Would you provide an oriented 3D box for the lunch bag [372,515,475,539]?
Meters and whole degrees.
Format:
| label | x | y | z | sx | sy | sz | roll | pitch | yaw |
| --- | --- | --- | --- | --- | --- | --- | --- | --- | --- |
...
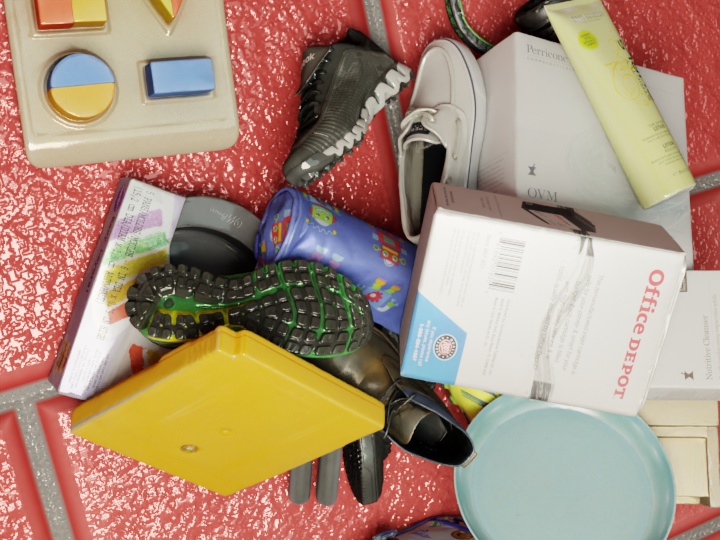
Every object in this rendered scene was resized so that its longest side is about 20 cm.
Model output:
| label | x | y | z | sx | sy | sz | roll | pitch | yaw |
| --- | --- | --- | --- | --- | --- | --- | --- | --- | --- |
| lunch bag | 0.099 | 0.292 | 0.969 | 0.160 | 0.200 | 0.076 | -10 | 103 | -40 |

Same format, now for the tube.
| label | x | y | z | sx | sy | sz | roll | pitch | yaw |
| --- | --- | --- | --- | --- | --- | --- | --- | --- | --- |
| tube | 0.230 | -0.153 | 0.915 | 0.052 | 0.058 | 0.201 | -26 | 83 | 12 |

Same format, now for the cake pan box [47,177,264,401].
| label | x | y | z | sx | sy | sz | roll | pitch | yaw |
| --- | --- | --- | --- | --- | --- | --- | --- | --- | --- |
| cake pan box | -0.152 | 0.034 | 0.910 | 0.184 | 0.052 | 0.201 | 21 | 87 | -26 |

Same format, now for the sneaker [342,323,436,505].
| label | x | y | z | sx | sy | sz | roll | pitch | yaw |
| --- | --- | --- | --- | --- | --- | --- | --- | --- | --- |
| sneaker | 0.033 | 0.120 | 0.994 | 0.104 | 0.060 | 0.201 | -8 | 95 | -19 |

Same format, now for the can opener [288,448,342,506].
| label | x | y | z | sx | sy | sz | roll | pitch | yaw |
| --- | --- | --- | --- | --- | --- | --- | --- | --- | --- |
| can opener | -0.038 | 0.120 | 0.970 | 0.053 | 0.067 | 0.201 | 4 | 108 | -5 |

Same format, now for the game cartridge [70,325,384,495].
| label | x | y | z | sx | sy | sz | roll | pitch | yaw |
| --- | --- | --- | --- | --- | --- | --- | --- | --- | --- |
| game cartridge | -0.109 | 0.120 | 0.851 | 0.176 | 0.200 | 0.033 | 33 | 41 | -37 |

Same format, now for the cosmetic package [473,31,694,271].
| label | x | y | z | sx | sy | sz | roll | pitch | yaw |
| --- | --- | --- | --- | --- | --- | --- | --- | --- | --- |
| cosmetic package | 0.198 | -0.093 | 0.980 | 0.198 | 0.123 | 0.201 | 8 | 73 | -24 |

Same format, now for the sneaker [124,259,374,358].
| label | x | y | z | sx | sy | sz | roll | pitch | yaw |
| --- | --- | --- | --- | --- | --- | --- | --- | --- | --- |
| sneaker | -0.088 | 0.035 | 0.849 | 0.199 | 0.085 | 0.078 | 6 | 74 | -2 |

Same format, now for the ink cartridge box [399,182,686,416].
| label | x | y | z | sx | sy | sz | roll | pitch | yaw |
| --- | --- | --- | --- | --- | --- | --- | --- | --- | --- |
| ink cartridge box | 0.141 | 0.023 | 0.840 | 0.199 | 0.084 | 0.146 | 10 | 110 | -2 |

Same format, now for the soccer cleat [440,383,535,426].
| label | x | y | z | sx | sy | sz | roll | pitch | yaw |
| --- | --- | --- | --- | --- | --- | --- | --- | --- | --- |
| soccer cleat | 0.135 | 0.132 | 1.022 | 0.201 | 0.083 | 0.065 | 70 | 26 | -20 |

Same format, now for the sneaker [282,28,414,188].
| label | x | y | z | sx | sy | sz | roll | pitch | yaw |
| --- | --- | --- | --- | --- | --- | --- | --- | --- | --- |
| sneaker | -0.029 | -0.149 | 0.908 | 0.091 | 0.066 | 0.200 | 45 | 47 | -10 |

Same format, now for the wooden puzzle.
| label | x | y | z | sx | sy | sz | roll | pitch | yaw |
| --- | --- | --- | --- | --- | --- | --- | --- | --- | --- |
| wooden puzzle | -0.197 | -0.194 | 0.864 | 0.184 | 0.046 | 0.201 | -9 | 100 | -23 |

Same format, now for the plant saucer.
| label | x | y | z | sx | sy | sz | roll | pitch | yaw |
| --- | --- | --- | --- | --- | --- | --- | --- | --- | --- |
| plant saucer | 0.185 | 0.196 | 0.942 | 0.200 | 0.200 | 0.027 | -30 | 149 | -18 |

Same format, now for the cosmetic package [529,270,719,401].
| label | x | y | z | sx | sy | sz | roll | pitch | yaw |
| --- | --- | --- | --- | --- | --- | --- | --- | --- | --- |
| cosmetic package | 0.254 | 0.061 | 0.951 | 0.199 | 0.081 | 0.113 | -1 | 74 | 2 |

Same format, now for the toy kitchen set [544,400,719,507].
| label | x | y | z | sx | sy | sz | roll | pitch | yaw |
| --- | --- | --- | --- | --- | --- | --- | --- | --- | --- |
| toy kitchen set | 0.274 | 0.139 | 1.075 | 0.162 | 0.180 | 0.201 | -1 | 80 | 10 |

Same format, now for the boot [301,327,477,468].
| label | x | y | z | sx | sy | sz | roll | pitch | yaw |
| --- | --- | --- | --- | --- | --- | --- | --- | --- | --- |
| boot | 0.022 | 0.101 | 0.897 | 0.200 | 0.097 | 0.075 | 39 | 85 | -26 |

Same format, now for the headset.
| label | x | y | z | sx | sy | sz | roll | pitch | yaw |
| --- | --- | --- | --- | --- | --- | --- | --- | --- | --- |
| headset | 0.182 | -0.278 | 0.995 | 0.199 | 0.094 | 0.124 | -18 | 104 | -9 |

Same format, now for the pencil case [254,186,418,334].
| label | x | y | z | sx | sy | sz | roll | pitch | yaw |
| --- | --- | --- | --- | --- | --- | --- | --- | --- | --- |
| pencil case | 0.000 | 0.000 | 0.908 | 0.199 | 0.087 | 0.078 | 25 | 42 | -26 |

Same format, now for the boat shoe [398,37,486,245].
| label | x | y | z | sx | sy | sz | roll | pitch | yaw |
| --- | --- | --- | --- | --- | --- | --- | --- | --- | --- |
| boat shoe | 0.065 | -0.118 | 0.933 | 0.066 | 0.072 | 0.201 | 11 | 82 | -49 |
